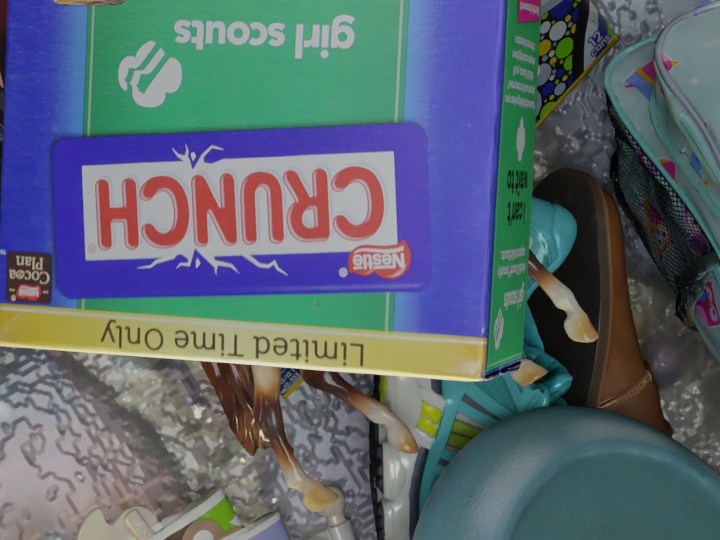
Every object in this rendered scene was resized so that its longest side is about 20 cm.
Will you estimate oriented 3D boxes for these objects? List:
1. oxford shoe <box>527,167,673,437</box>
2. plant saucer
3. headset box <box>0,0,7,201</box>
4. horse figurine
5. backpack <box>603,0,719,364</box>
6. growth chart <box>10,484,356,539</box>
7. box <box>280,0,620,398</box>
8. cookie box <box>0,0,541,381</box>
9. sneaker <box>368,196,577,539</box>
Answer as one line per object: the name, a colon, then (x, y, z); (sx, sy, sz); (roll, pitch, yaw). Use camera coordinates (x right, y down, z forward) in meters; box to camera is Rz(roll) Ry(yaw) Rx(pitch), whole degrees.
oxford shoe: (0.098, 0.058, 0.940); (0.071, 0.071, 0.201); (-2, 90, -34)
plant saucer: (0.102, 0.142, 0.835); (0.199, 0.027, 0.201); (17, 60, -33)
headset box: (-0.172, -0.071, 0.833); (0.148, 0.075, 0.200); (-38, 93, -23)
horse figurine: (0.000, 0.000, 0.813); (0.200, 0.050, 0.133); (-35, 83, 34)
backpack: (0.202, -0.024, 0.862); (0.175, 0.153, 0.201); (-23, 72, -4)
growth chart: (-0.071, 0.160, 0.911); (0.199, 0.018, 0.146); (-15, 91, -27)
box: (0.004, -0.051, 0.906); (0.200, 0.064, 0.070); (-48, 134, -1)
cookie box: (-0.027, -0.070, 0.743); (0.170, 0.075, 0.201); (3, 93, 16)
sneaker: (0.043, 0.058, 0.890); (0.079, 0.078, 0.201); (2, 121, -3)
